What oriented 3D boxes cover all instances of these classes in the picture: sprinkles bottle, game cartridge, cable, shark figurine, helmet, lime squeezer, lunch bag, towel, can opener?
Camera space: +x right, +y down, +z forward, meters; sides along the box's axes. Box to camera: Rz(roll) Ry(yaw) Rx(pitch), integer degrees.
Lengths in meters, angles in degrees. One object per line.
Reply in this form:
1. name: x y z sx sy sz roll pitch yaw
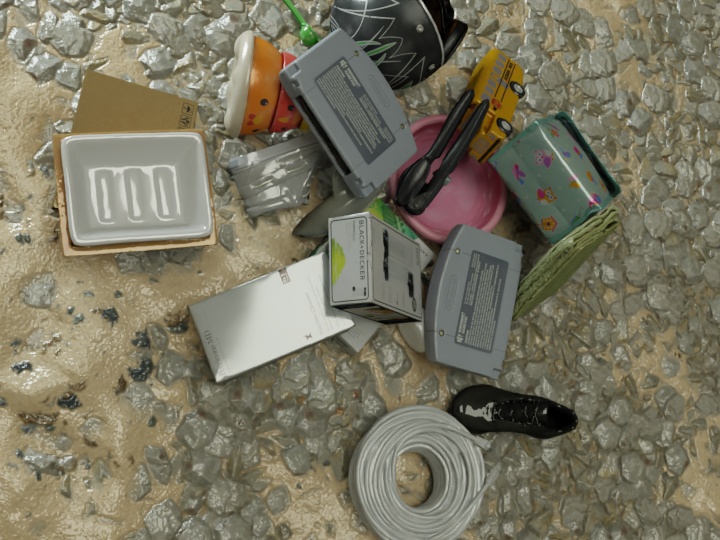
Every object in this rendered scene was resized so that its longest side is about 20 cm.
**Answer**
1. sprinkles bottle: 0.147 0.042 1.403 0.199 0.068 0.069 -33 92 -23
2. game cartridge: 0.159 0.043 1.352 0.131 0.041 0.203 16 79 -19
3. cable: 0.079 0.291 1.327 0.199 0.069 0.201 38 69 -9
4. shark figurine: -0.006 -0.132 1.337 0.215 0.127 0.090 -49 126 -19
5. game cartridge: -0.010 -0.217 1.284 0.133 0.041 0.201 -44 107 -35
6. helmet: 0.049 -0.358 1.372 0.200 0.200 0.191 44 54 -7
7. lime squeezer: -0.087 -0.333 1.413 0.069 0.038 0.204 -9 82 9
8. lunch bag: 0.308 -0.149 1.454 0.171 0.122 0.199 54 29 5
9. towel: 0.293 -0.009 1.390 0.147 0.201 0.037 -27 68 -42
10. can opener: 0.121 -0.167 1.355 0.063 0.079 0.201 38 91 -9

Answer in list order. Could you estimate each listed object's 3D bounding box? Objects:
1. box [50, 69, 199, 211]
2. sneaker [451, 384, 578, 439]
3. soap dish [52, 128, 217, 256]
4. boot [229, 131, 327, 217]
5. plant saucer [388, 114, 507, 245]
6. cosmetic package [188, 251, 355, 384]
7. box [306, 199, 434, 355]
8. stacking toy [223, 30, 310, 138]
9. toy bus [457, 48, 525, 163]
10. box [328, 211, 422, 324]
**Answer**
1. box: -0.318 -0.159 1.289 0.161 0.021 0.203 14 75 -18
2. sneaker: 0.230 0.207 1.390 0.197 0.091 0.077 6 79 -19
3. soap dish: -0.294 -0.100 1.229 0.197 0.081 0.160 -5 81 -22
4. boot: -0.088 -0.142 1.358 0.198 0.073 0.097 -21 100 -21
5. plant saucer: 0.129 -0.134 1.441 0.197 0.051 0.204 4 79 -20
6. cosmetic package: -0.119 0.065 1.264 0.197 0.081 0.114 -24 86 -9
7. box: 0.000 0.000 1.372 0.144 0.036 0.201 43 66 -8
8. stacking toy: -0.086 -0.245 1.319 0.197 0.146 0.149 8 76 -13
9. toy bus: 0.197 -0.253 1.442 0.078 0.065 0.201 35 44 -10
10. box: 0.023 0.002 1.262 0.059 0.200 0.119 -6 79 21
